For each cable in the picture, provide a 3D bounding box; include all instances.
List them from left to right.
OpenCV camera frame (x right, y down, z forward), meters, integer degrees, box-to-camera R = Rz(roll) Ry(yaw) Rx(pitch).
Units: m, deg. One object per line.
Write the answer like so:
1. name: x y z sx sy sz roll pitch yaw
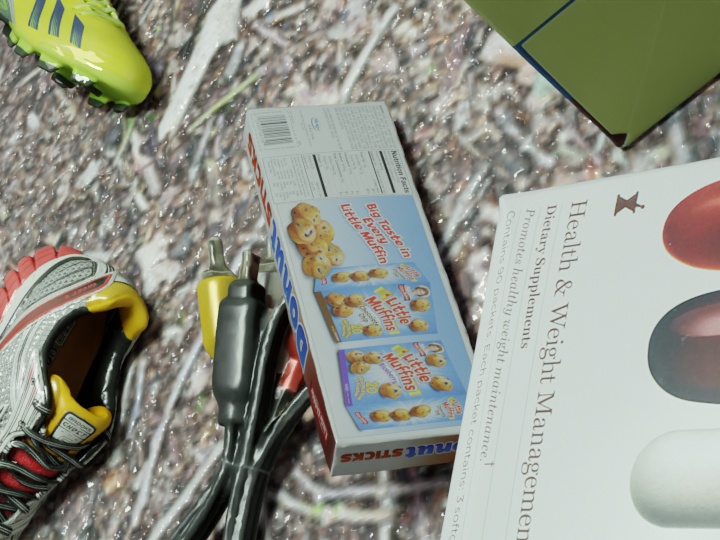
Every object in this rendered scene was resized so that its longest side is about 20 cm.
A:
1. cable: -0.044 0.077 0.728 0.096 0.050 0.203 1 78 24

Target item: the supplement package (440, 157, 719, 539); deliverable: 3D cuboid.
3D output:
1. supplement package: 0.144 0.078 0.463 0.198 0.147 0.194 -9 60 39

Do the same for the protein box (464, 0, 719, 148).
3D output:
1. protein box: 0.118 -0.207 0.665 0.198 0.135 0.201 -38 46 19

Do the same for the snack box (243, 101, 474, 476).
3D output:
1. snack box: 0.000 0.000 0.698 0.024 0.071 0.201 102 158 -46

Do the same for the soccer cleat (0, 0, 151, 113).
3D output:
1. soccer cleat: -0.178 -0.161 0.957 0.084 0.065 0.200 -53 42 0

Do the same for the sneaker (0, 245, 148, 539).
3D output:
1. sneaker: -0.177 0.082 0.800 0.082 0.078 0.202 13 75 44
